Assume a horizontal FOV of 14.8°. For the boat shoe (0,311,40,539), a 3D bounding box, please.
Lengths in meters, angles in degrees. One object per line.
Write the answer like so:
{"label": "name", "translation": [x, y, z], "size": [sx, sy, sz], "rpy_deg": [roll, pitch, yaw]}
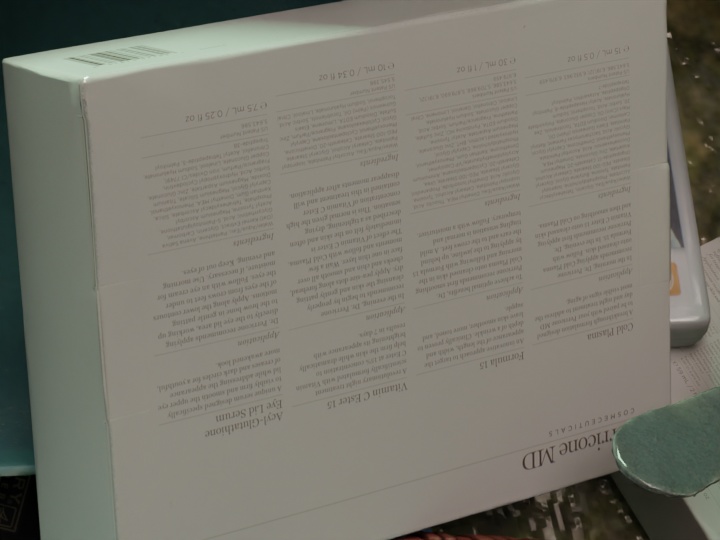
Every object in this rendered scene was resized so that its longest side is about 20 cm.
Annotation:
{"label": "boat shoe", "translation": [-0.111, 0.106, 0.851], "size": [0.072, 0.066, 0.200], "rpy_deg": [15, 65, -4]}

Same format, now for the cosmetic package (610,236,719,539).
{"label": "cosmetic package", "translation": [0.147, 0.088, 0.914], "size": [0.082, 0.051, 0.200], "rpy_deg": [-25, 73, -17]}

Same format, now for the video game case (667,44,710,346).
{"label": "video game case", "translation": [0.014, -0.068, 0.919], "size": [0.181, 0.023, 0.201], "rpy_deg": [-2, 67, -11]}

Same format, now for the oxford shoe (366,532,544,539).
{"label": "oxford shoe", "translation": [0.086, 0.126, 0.822], "size": [0.199, 0.070, 0.075], "rpy_deg": [16, 86, -4]}

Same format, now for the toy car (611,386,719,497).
{"label": "toy car", "translation": [0.160, 0.003, 0.814], "size": [0.164, 0.158, 0.200], "rpy_deg": [18, 50, 28]}

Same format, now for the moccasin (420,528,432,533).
{"label": "moccasin", "translation": [-0.009, 0.124, 0.866], "size": [0.068, 0.080, 0.201], "rpy_deg": [-12, 83, -20]}

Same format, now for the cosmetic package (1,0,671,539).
{"label": "cosmetic package", "translation": [0.000, 0.000, 0.799], "size": [0.200, 0.052, 0.151], "rpy_deg": [-12, 106, -33]}

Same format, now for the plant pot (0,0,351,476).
{"label": "plant pot", "translation": [-0.119, -0.055, 0.815], "size": [0.200, 0.135, 0.201], "rpy_deg": [-12, 111, -33]}
